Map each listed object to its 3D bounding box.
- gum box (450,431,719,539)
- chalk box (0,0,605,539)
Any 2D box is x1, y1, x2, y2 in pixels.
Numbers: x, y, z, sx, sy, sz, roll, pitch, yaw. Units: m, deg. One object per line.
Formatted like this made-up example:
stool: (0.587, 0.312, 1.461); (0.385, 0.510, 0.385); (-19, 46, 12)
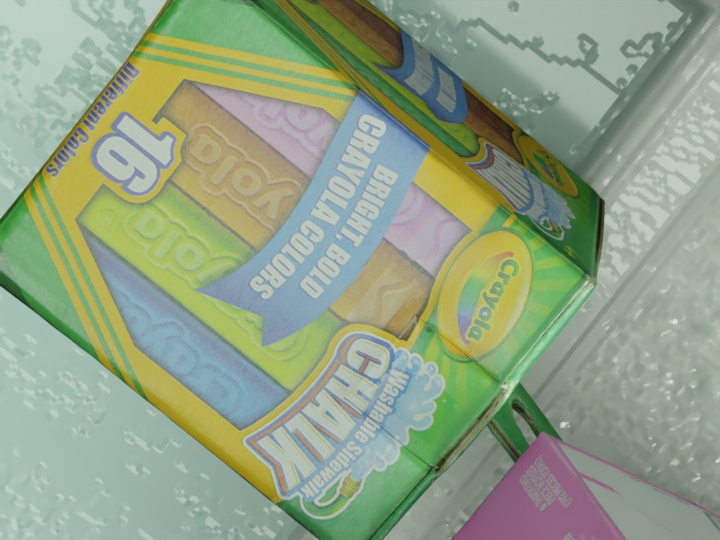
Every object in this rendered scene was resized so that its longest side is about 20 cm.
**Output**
gum box: (0.100, 0.142, 0.804); (0.200, 0.066, 0.114); (27, 109, -40)
chalk box: (0.000, 0.000, 0.798); (0.200, 0.124, 0.124); (38, 104, -5)
